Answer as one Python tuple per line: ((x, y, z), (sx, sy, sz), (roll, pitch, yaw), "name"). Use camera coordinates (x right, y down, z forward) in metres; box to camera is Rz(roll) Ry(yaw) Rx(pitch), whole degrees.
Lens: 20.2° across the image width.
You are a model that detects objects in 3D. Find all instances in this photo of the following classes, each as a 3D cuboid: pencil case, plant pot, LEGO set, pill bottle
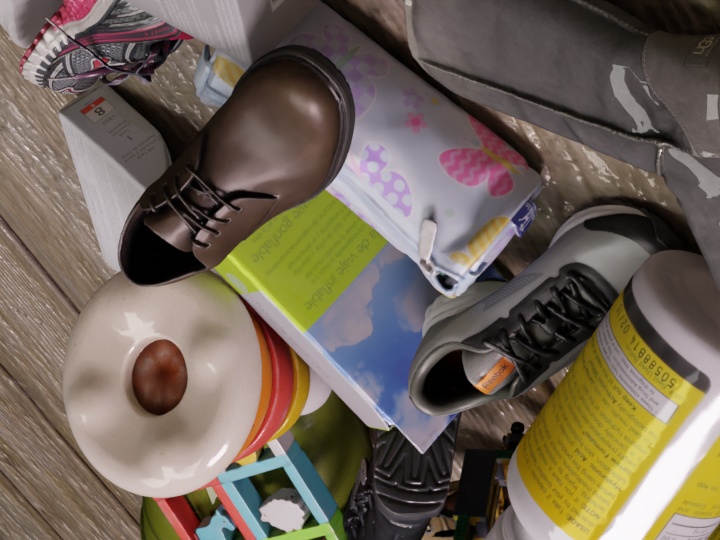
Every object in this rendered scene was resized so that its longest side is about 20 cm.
((0.004, -0.072, 1.124), (0.200, 0.091, 0.083), (40, 158, 3), "pencil case")
((-0.078, 0.126, 1.533), (0.200, 0.200, 0.193), (28, 143, 27), "plant pot")
((0.115, 0.211, 1.325), (0.153, 0.200, 0.116), (-3, 134, 8), "LEGO set")
((0.145, 0.098, 1.064), (0.111, 0.111, 0.200), (36, 116, 9), "pill bottle")

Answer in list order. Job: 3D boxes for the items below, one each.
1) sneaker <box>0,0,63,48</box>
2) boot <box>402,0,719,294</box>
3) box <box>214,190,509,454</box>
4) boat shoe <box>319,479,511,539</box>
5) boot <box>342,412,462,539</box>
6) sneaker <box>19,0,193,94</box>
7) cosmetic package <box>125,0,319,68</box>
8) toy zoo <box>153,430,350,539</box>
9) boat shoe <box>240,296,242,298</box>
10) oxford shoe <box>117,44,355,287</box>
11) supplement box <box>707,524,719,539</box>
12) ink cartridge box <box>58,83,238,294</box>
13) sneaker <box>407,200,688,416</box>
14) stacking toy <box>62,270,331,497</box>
((-0.228, -0.215, 1.258), (0.089, 0.075, 0.200), (48, 161, 12), "sneaker")
((0.118, -0.069, 0.975), (0.200, 0.073, 0.182), (16, 135, 32), "boot")
((0.000, 0.000, 1.222), (0.200, 0.122, 0.048), (47, 163, -14), "box")
((0.049, 0.192, 1.458), (0.200, 0.076, 0.074), (-30, 128, 25), "boat shoe")
((0.033, 0.113, 1.348), (0.065, 0.165, 0.200), (14, 158, 3), "boot")
((-0.153, -0.145, 1.250), (0.075, 0.081, 0.200), (41, 158, -9), "sneaker")
((-0.116, -0.203, 1.076), (0.200, 0.090, 0.107), (33, 157, 24), "cosmetic package")
((-0.095, 0.144, 1.431), (0.131, 0.020, 0.200), (-19, 111, 34), "toy zoo")
((-0.052, 0.042, 1.433), (0.202, 0.086, 0.075), (29, 156, 23), "boat shoe")
((-0.068, -0.044, 1.069), (0.073, 0.084, 0.200), (44, 137, 0), "oxford shoe")
((0.216, 0.144, 1.171), (0.200, 0.109, 0.110), (22, 152, 39), "supplement box")
((-0.125, -0.020, 1.417), (0.200, 0.050, 0.162), (37, 153, 33), "ink cartridge box")
((0.103, 0.030, 1.127), (0.074, 0.079, 0.200), (46, 132, -13), "sneaker")
((-0.082, 0.073, 1.305), (0.146, 0.147, 0.200), (27, -172, 29), "stacking toy")
